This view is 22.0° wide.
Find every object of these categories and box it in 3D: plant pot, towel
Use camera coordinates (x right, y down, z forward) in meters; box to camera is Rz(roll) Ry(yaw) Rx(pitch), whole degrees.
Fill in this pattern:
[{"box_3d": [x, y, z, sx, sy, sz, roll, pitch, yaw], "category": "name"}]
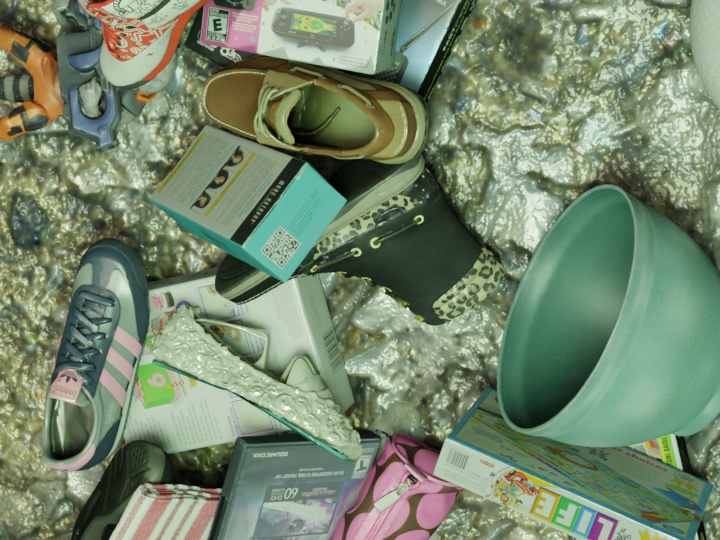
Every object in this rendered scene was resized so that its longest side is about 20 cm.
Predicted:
[{"box_3d": [0.212, 0.051, 1.422, 0.134, 0.200, 0.201, 21, 111, -16], "category": "plant pot"}, {"box_3d": [-0.143, 0.242, 1.579, 0.030, 0.200, 0.147, 48, 117, 40], "category": "towel"}]

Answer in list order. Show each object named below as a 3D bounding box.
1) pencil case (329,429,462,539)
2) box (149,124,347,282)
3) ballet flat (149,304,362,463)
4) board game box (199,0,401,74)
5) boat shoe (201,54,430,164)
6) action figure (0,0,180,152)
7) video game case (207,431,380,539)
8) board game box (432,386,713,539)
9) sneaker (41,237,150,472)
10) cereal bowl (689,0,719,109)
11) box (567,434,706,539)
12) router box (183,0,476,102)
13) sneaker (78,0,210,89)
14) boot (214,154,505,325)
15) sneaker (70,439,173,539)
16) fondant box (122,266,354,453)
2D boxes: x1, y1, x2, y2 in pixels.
[{"box_3d": [0.008, 0.234, 1.558, 0.091, 0.094, 0.200, 29, 103, 1], "category": "pencil case"}, {"box_3d": [-0.093, -0.057, 1.470, 0.049, 0.200, 0.082, 41, 83, -29], "category": "box"}, {"box_3d": [-0.079, 0.086, 1.517, 0.200, 0.072, 0.072, 27, 110, 9], "category": "ballet flat"}, {"box_3d": [-0.036, -0.262, 1.408, 0.147, 0.064, 0.201, 11, 104, 14], "category": "board game box"}, {"box_3d": [-0.044, -0.125, 1.420, 0.199, 0.074, 0.076, 10, 102, 33], "category": "boat shoe"}, {"box_3d": [-0.244, -0.187, 1.561, 0.193, 0.105, 0.201, -1, 79, 10], "category": "action figure"}, {"box_3d": [-0.069, 0.230, 1.579, 0.019, 0.143, 0.201, 36, 116, 46], "category": "video game case"}, {"box_3d": [0.169, 0.163, 1.442, 0.199, 0.134, 0.034, 23, 110, 12], "category": "board game box"}, {"box_3d": [-0.225, 0.075, 1.548, 0.070, 0.082, 0.201, 11, 103, 17], "category": "sneaker"}, {"box_3d": [0.338, -0.179, 1.368, 0.199, 0.083, 0.201, 5, 105, 17], "category": "cereal bowl"}, {"box_3d": [0.226, 0.210, 1.528, 0.110, 0.035, 0.201, -11, 100, 20], "category": "box"}, {"box_3d": [-0.022, -0.204, 1.484, 0.200, 0.062, 0.150, 29, 109, 9], "category": "router box"}, {"box_3d": [-0.179, -0.202, 1.403, 0.201, 0.108, 0.067, -35, 67, 47], "category": "sneaker"}, {"box_3d": [0.001, 0.000, 1.491, 0.203, 0.074, 0.154, -33, 122, 17], "category": "boot"}, {"box_3d": [-0.176, 0.215, 1.608, 0.114, 0.076, 0.200, 17, 140, -15], "category": "sneaker"}, {"box_3d": [-0.121, 0.072, 1.590, 0.199, 0.058, 0.145, -12, 100, 19], "category": "fondant box"}]
